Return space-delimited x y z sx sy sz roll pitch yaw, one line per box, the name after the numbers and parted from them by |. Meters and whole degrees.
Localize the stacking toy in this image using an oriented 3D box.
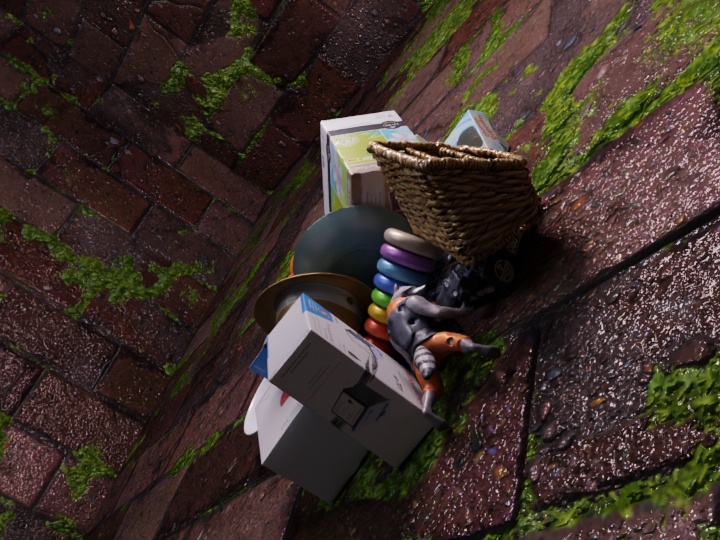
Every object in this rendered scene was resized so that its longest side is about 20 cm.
0.042 0.046 0.976 0.085 0.085 0.200 -139 69 -75 | stacking toy

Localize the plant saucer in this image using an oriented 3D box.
0.000 0.000 1.036 0.201 0.201 0.039 -49 28 22 | plant saucer

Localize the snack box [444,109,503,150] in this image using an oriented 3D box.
0.149 -0.137 1.096 0.200 0.037 0.116 -54 46 43 | snack box

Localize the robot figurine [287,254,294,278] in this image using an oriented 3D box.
-0.084 -0.016 1.564 0.200 0.144 0.117 -28 53 60 | robot figurine

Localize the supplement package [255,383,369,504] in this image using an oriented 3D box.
-0.070 0.219 1.022 0.121 0.120 0.200 -55 15 2 | supplement package

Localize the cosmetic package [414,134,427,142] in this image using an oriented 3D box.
0.088 -0.184 1.415 0.200 0.103 0.073 -30 29 60 | cosmetic package

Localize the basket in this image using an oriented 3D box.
0.121 -0.120 0.866 0.143 0.149 0.200 -33 21 -5 | basket

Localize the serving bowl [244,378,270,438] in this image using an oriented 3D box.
-0.134 0.230 1.296 0.200 0.066 0.200 -50 16 19 | serving bowl

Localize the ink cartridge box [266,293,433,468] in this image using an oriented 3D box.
-0.016 0.135 0.881 0.086 0.200 0.146 -52 16 7 | ink cartridge box

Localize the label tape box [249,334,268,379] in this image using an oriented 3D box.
-0.067 0.104 1.137 0.200 0.144 0.063 -53 15 7 | label tape box

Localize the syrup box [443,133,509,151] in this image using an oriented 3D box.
0.159 -0.170 1.215 0.200 0.079 0.082 -35 25 52 | syrup box

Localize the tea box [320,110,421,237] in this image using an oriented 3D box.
0.024 -0.118 1.115 0.197 0.133 0.200 -118 21 -52 | tea box

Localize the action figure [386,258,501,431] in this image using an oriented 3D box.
0.090 0.064 0.851 0.194 0.104 0.200 54 128 56 | action figure

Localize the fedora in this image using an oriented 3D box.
-0.059 0.087 1.016 0.201 0.200 0.082 -43 36 38 | fedora

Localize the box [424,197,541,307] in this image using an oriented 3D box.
0.152 -0.018 0.979 0.200 0.049 0.161 -32 30 57 | box
